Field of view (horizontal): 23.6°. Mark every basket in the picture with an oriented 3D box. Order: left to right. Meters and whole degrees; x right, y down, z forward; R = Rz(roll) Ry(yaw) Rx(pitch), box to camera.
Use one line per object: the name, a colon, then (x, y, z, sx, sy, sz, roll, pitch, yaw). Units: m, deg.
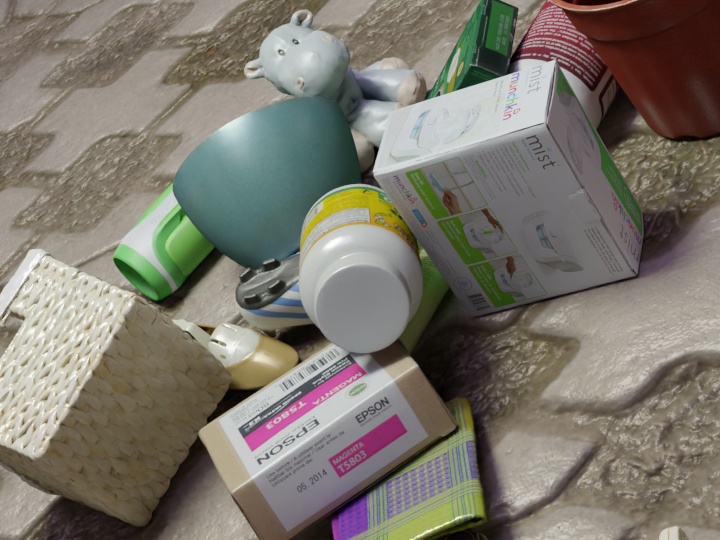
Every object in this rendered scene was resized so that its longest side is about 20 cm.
basket: (-0.265, 0.121, 1.680, 0.161, 0.200, 0.198, 19, 72, 36)

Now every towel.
towel: (0.040, 0.187, 1.484, 0.144, 0.023, 0.200, -28, 22, 10)

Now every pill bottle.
pill bottle: (0.000, 0.000, 1.574, 0.113, 0.113, 0.200, -30, 17, 9)
pill bottle: (0.207, -0.199, 1.756, 0.113, 0.113, 0.200, 2, 49, 42)

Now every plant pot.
plant pot: (-0.079, -0.068, 1.808, 0.200, 0.200, 0.135, -30, 70, 8)
plant pot: (0.303, -0.244, 1.655, 0.201, 0.195, 0.201, -23, 37, 18)

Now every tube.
tube: (0.067, 0.004, 1.699, 0.058, 0.052, 0.200, 26, 55, 7)

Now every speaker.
speaker: (-0.187, -0.061, 1.955, 0.200, 0.088, 0.088, -48, 36, -17)

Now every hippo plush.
hippo plush: (-0.030, -0.222, 1.944, 0.159, 0.161, 0.200, -42, 35, -9)

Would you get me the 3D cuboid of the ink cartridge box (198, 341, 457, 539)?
ink cartridge box: (-0.034, 0.143, 1.549, 0.200, 0.075, 0.165, -34, 19, -6)

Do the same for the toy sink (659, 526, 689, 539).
toy sink: (0.280, 0.250, 1.083, 0.112, 0.200, 0.130, -21, 36, 21)

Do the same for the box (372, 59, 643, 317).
box: (0.139, -0.070, 1.584, 0.176, 0.200, 0.097, -17, 39, 27)

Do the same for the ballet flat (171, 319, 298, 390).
ballet flat: (-0.151, 0.082, 1.773, 0.200, 0.063, 0.069, 1, 47, 41)

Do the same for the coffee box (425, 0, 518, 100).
coffee box: (0.100, -0.174, 1.782, 0.123, 0.044, 0.200, -77, 12, -45)

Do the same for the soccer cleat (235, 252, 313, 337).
soccer cleat: (-0.028, 0.006, 1.740, 0.200, 0.086, 0.070, -21, 47, 12)

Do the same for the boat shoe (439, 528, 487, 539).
boat shoe: (0.049, 0.278, 1.357, 0.075, 0.075, 0.202, -6, 44, 36)
